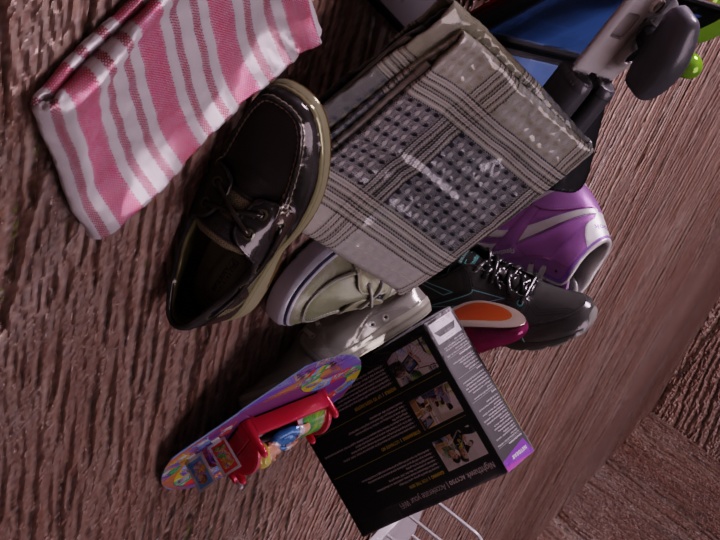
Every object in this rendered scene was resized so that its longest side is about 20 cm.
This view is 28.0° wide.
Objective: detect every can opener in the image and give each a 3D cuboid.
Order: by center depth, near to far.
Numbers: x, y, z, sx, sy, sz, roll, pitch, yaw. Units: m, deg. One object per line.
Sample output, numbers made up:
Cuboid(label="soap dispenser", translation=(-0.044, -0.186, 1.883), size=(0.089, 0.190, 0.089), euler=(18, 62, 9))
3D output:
Cuboid(label="can opener", translation=(0.167, -0.119, 1.052), size=(0.053, 0.067, 0.200), euler=(5, 133, -42))

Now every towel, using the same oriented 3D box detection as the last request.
Cuboid(label="towel", translation=(-0.098, -0.117, 0.823), size=(0.200, 0.030, 0.147), euler=(-47, 160, -17))
Cuboid(label="towel", translation=(0.044, -0.076, 1.009), size=(0.192, 0.035, 0.200), euler=(-36, 135, 20))

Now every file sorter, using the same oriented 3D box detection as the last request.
Cuboid(label="file sorter", translation=(0.064, 0.435, 2.052), size=(0.200, 0.124, 0.139), euler=(-40, 157, -33))

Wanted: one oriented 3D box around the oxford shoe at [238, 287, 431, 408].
Cuboid(label="oxford shoe", translation=(-0.028, 0.060, 1.276), size=(0.199, 0.058, 0.075), euler=(-32, -177, -19))

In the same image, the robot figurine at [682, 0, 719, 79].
Cuboid(label="robot figurine", translation=(0.304, -0.276, 1.378), size=(0.200, 0.115, 0.177), euler=(-12, 116, -63))

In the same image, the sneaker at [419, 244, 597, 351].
Cuboid(label="sneaker", translation=(0.124, 0.022, 1.362), size=(0.076, 0.198, 0.080), euler=(-55, 143, -49))

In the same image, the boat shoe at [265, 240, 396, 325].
Cuboid(label="boat shoe", translation=(0.000, 0.000, 1.216), size=(0.199, 0.062, 0.072), euler=(-32, 152, -46))

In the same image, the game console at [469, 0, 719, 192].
Cuboid(label="game console", translation=(0.159, -0.139, 1.099), size=(0.199, 0.118, 0.174), euler=(4, 103, -42))

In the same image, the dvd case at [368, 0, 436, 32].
Cuboid(label="dvd case", translation=(0.077, -0.258, 1.013), size=(0.201, 0.017, 0.143), euler=(-55, 161, 4))

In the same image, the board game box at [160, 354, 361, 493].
Cuboid(label="board game box", translation=(-0.074, 0.146, 1.236), size=(0.199, 0.039, 0.158), euler=(-34, 163, 3))

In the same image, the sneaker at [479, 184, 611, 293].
Cuboid(label="sneaker", translation=(0.152, -0.001, 1.416), size=(0.200, 0.115, 0.072), euler=(-34, 149, 18))

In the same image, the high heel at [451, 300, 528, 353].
Cuboid(label="high heel", translation=(0.083, 0.082, 1.342), size=(0.067, 0.199, 0.097), euler=(-24, 105, -39))

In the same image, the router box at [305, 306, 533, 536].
Cuboid(label="router box", translation=(0.040, 0.141, 1.315), size=(0.199, 0.150, 0.051), euler=(-31, 178, 41))

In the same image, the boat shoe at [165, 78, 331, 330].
Cuboid(label="boat shoe", translation=(-0.077, -0.033, 0.953), size=(0.065, 0.073, 0.201), euler=(-39, 157, -50))
